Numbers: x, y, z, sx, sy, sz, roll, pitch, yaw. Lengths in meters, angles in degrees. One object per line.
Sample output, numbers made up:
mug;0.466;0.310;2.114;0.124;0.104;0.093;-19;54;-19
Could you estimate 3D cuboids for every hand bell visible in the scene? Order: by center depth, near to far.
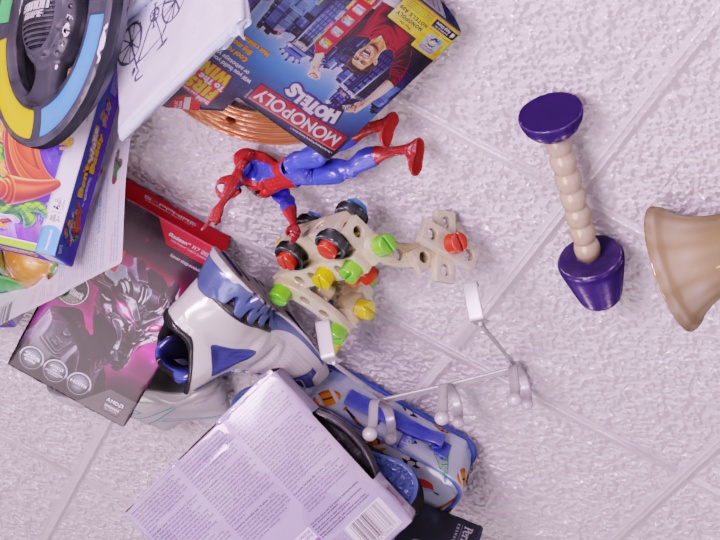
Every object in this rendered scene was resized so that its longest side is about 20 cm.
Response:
hand bell;0.330;-0.030;1.366;0.200;0.104;0.104;-19;125;25

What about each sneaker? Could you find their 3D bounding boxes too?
sneaker;-0.121;0.063;1.601;0.115;0.081;0.199;-40;144;4
sneaker;-0.031;0.176;1.655;0.200;0.070;0.078;29;167;17
sneaker;-0.224;0.128;1.793;0.200;0.071;0.080;2;138;22

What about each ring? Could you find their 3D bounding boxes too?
ring;-0.092;-0.182;1.437;0.200;0.019;0.201;13;137;12

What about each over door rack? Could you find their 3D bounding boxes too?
over door rack;0.060;0.095;1.561;0.147;0.067;0.200;-15;149;12

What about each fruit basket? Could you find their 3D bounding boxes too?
fruit basket;-0.256;-0.055;1.539;0.200;0.186;0.094;-22;147;36

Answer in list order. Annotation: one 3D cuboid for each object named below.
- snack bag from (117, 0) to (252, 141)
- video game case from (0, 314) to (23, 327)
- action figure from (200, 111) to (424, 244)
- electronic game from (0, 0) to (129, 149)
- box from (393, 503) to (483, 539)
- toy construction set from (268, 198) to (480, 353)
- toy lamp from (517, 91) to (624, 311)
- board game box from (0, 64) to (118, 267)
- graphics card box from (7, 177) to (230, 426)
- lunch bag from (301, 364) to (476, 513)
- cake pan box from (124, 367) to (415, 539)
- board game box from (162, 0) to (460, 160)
snack bag;-0.141;-0.214;1.302;0.021;0.200;0.188;13;148;-34
video game case;-0.450;-0.018;1.760;0.200;0.045;0.181;-3;132;28
action figure;-0.051;-0.064;1.463;0.200;0.099;0.065;-8;142;39
electronic game;-0.235;-0.193;1.372;0.042;0.200;0.200;9;150;-35
box;-0.006;0.290;1.688;0.200;0.149;0.107;21;135;4
toy construction set;0.000;0.000;1.532;0.200;0.092;0.131;-26;118;41
toy lamp;0.174;-0.050;1.427;0.058;0.058;0.200;2;134;23
board game box;-0.277;-0.116;1.462;0.134;0.200;0.045;12;171;13
graphics card box;-0.220;0.028;1.622;0.125;0.051;0.200;30;106;-8
lunch bag;0.013;0.179;1.735;0.200;0.076;0.160;28;137;-4
cake pan box;-0.078;0.212;1.580;0.200;0.052;0.184;-45;88;6
board game box;-0.066;-0.180;1.339;0.200;0.062;0.200;34;117;-32
